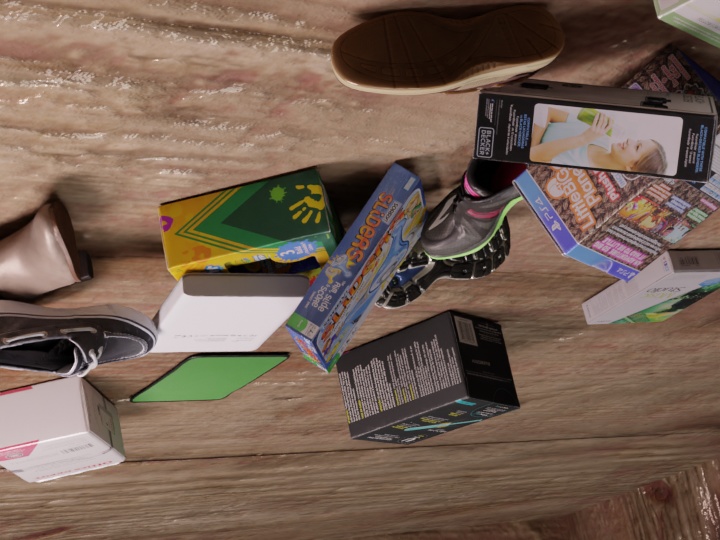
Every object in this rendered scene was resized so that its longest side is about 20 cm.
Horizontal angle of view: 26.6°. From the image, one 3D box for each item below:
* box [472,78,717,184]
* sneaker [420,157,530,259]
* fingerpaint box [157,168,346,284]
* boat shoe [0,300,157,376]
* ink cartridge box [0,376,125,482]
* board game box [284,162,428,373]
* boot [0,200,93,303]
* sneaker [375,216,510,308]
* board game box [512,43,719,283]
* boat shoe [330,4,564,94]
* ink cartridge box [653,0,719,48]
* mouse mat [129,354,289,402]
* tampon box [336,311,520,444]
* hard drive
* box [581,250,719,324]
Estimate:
[{"bbox_3d":[0.204,-0.124,1.315,0.200,0.060,0.117,8,-165,10],"label":"box"},{"bbox_3d":[0.124,-0.084,1.549,0.084,0.077,0.200,13,137,-41],"label":"sneaker"},{"bbox_3d":[-0.102,-0.020,1.576,0.167,0.073,0.200,-13,162,3],"label":"fingerpaint box"},{"bbox_3d":[-0.288,0.075,1.520,0.200,0.068,0.072,10,128,-38],"label":"boat shoe"},{"bbox_3d":[-0.416,0.218,2.061,0.146,0.083,0.200,-13,161,1],"label":"ink cartridge box"},{"bbox_3d":[0.000,0.000,1.560,0.200,0.034,0.135,-56,165,-10],"label":"board game box"},{"bbox_3d":[-0.343,-0.007,1.470,0.146,0.070,0.200,-9,161,-2],"label":"boot"},{"bbox_3d":[0.078,-0.024,1.705,0.200,0.079,0.089,-19,-158,-21],"label":"sneaker"},{"bbox_3d":[0.277,-0.097,1.465,0.200,0.097,0.159,-41,152,19],"label":"board game box"},{"bbox_3d":[0.067,-0.170,1.254,0.200,0.072,0.072,-13,162,-19],"label":"boat shoe"},{"bbox_3d":[0.357,-0.250,1.242,0.200,0.048,0.145,-23,159,36],"label":"ink cartridge box"},{"bbox_3d":[-0.211,0.150,2.118,0.161,0.008,0.200,2,158,-37],"label":"mouse mat"},{"bbox_3d":[0.093,0.156,2.141,0.200,0.126,0.150,-22,159,30],"label":"tampon box"},{"bbox_3d":[-0.144,0.046,1.591,0.132,0.027,0.200,1,162,-20],"label":"hard drive"},{"bbox_3d":[0.422,0.024,2.111,0.144,0.036,0.200,-1,160,-30],"label":"box"}]
